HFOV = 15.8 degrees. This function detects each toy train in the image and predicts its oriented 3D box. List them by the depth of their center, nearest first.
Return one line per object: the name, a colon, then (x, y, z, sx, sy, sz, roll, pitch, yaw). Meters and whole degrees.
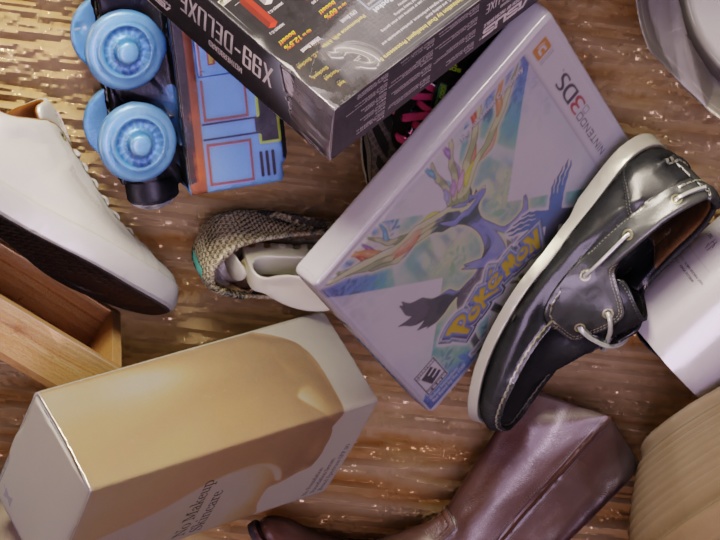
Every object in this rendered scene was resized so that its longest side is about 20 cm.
toy train: (-0.105, -0.136, 1.480, 0.114, 0.087, 0.201, -10, 107, -12)

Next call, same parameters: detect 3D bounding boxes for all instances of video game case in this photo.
video game case: (0.068, -0.032, 1.484, 0.200, 0.022, 0.182, -49, 146, -5)

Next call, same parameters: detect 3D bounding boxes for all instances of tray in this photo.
tray: (-0.231, 0.004, 1.501, 0.199, 0.099, 0.037, 31, 103, -15)

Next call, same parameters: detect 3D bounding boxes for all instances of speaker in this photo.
speaker: (0.252, -0.014, 1.558, 0.200, 0.081, 0.081, -42, 108, 8)

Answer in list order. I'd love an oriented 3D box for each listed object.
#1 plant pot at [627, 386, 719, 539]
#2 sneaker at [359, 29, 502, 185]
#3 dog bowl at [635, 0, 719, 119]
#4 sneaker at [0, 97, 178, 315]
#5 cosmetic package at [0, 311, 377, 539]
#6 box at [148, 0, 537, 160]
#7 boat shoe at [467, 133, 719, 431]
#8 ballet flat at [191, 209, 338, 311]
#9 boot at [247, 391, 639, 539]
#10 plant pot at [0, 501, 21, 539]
plant pot: (0.234, 0.122, 1.569, 0.200, 0.201, 0.093, -30, 75, 4)
sneaker: (0.046, -0.113, 1.484, 0.073, 0.087, 0.201, 13, 96, -5)
dog bowl: (0.256, -0.167, 1.489, 0.199, 0.059, 0.201, 0, 92, 7)
sneaker: (-0.173, -0.048, 1.507, 0.200, 0.073, 0.085, 36, 66, -31)
cosmetic package: (-0.100, 0.100, 1.496, 0.199, 0.071, 0.105, -17, 151, -33)
box: (0.002, -0.173, 1.403, 0.200, 0.050, 0.158, -39, 67, -24)
boat shoe: (0.134, 0.017, 1.530, 0.068, 0.072, 0.200, 40, 99, 24)
ballet flat: (0.000, 0.000, 1.537, 0.199, 0.075, 0.068, 0, 119, -7)
boot: (0.055, 0.135, 1.594, 0.186, 0.064, 0.200, 32, 106, -28)
plant pot: (-0.202, 0.228, 1.546, 0.200, 0.200, 0.174, 41, 84, -17)
